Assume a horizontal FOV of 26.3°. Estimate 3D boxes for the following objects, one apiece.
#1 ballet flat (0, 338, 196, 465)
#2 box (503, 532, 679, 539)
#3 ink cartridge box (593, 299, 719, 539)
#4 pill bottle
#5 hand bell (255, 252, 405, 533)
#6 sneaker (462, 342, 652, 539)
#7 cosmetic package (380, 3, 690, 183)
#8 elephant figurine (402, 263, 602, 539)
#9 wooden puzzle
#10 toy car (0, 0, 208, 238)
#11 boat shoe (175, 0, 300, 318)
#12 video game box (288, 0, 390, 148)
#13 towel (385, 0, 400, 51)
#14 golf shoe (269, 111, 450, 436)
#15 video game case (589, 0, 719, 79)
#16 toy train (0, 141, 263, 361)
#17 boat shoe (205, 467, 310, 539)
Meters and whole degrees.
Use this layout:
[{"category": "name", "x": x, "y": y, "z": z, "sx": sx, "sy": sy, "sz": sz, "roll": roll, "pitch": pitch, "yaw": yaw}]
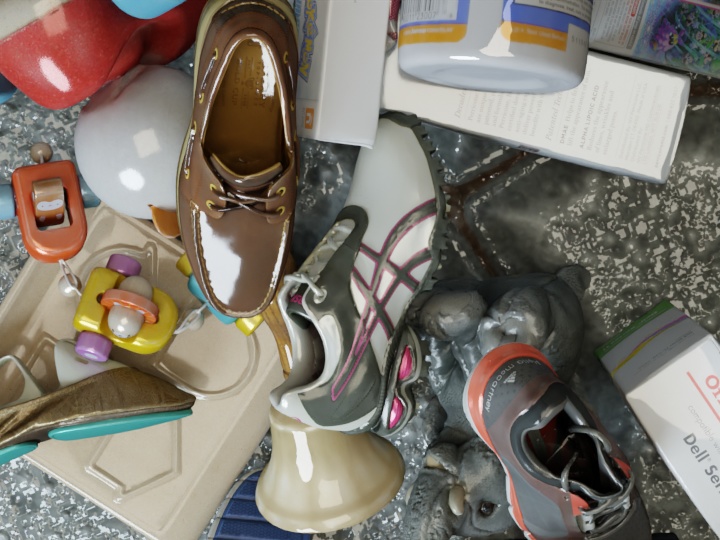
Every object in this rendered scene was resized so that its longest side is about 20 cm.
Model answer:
[{"category": "ballet flat", "x": -0.211, "y": 0.087, "z": 1.013, "sx": 0.199, "sy": 0.068, "sz": 0.073, "roll": -17, "pitch": 80, "yaw": 4}, {"category": "box", "x": 0.142, "y": 0.221, "z": 0.987, "sx": 0.159, "sy": 0.200, "sz": 0.044, "roll": -3, "pitch": 97, "yaw": 2}, {"category": "ink cartridge box", "x": 0.215, "y": 0.095, "z": 0.972, "sx": 0.067, "sy": 0.200, "sz": 0.117, "roll": -35, "pitch": 94, "yaw": 5}, {"category": "pill bottle", "x": 0.085, "y": -0.211, "z": 0.897, "sx": 0.111, "sy": 0.112, "sz": 0.201, "roll": 6, "pitch": 89, "yaw": 1}, {"category": "hand bell", "x": -0.039, "y": 0.057, "z": 0.988, "sx": 0.104, "sy": 0.104, "sz": 0.201, "roll": -11, "pitch": 119, "yaw": 3}, {"category": "sneaker", "x": 0.131, "y": 0.132, "z": 0.925, "sx": 0.077, "sy": 0.082, "sz": 0.200, "roll": -44, "pitch": 124, "yaw": -7}, {"category": "cosmetic package", "x": 0.105, "y": -0.114, "z": 1.003, "sx": 0.199, "sy": 0.102, "sz": 0.074, "roll": 13, "pitch": 95, "yaw": 1}, {"category": "elephant figurine", "x": 0.085, "y": 0.107, "z": 1.009, "sx": 0.154, "sy": 0.142, "sz": 0.201, "roll": -5, "pitch": 96, "yaw": 5}, {"category": "wooden puzzle", "x": -0.154, "y": 0.067, "z": 1.060, "sx": 0.199, "sy": 0.046, "sz": 0.186, "roll": 32, "pitch": 96, "yaw": -7}, {"category": "toy car", "x": -0.134, "y": -0.109, "z": 0.963, "sx": 0.184, "sy": 0.177, "sz": 0.201, "roll": -21, "pitch": 103, "yaw": 29}, {"category": "boat shoe", "x": -0.070, "y": -0.058, "z": 0.880, "sx": 0.072, "sy": 0.068, "sz": 0.201, "roll": 2, "pitch": 116, "yaw": -6}, {"category": "video game box", "x": -0.035, "y": -0.183, "z": 0.960, "sx": 0.047, "sy": 0.182, "sz": 0.201, "roll": 2, "pitch": 97, "yaw": -27}, {"category": "towel", "x": 0.001, "y": -0.237, "z": 0.975, "sx": 0.030, "sy": 0.146, "sz": 0.201, "roll": 3, "pitch": 97, "yaw": -23}, {"category": "golf shoe", "x": 0.000, "y": 0.000, "z": 0.932, "sx": 0.088, "sy": 0.077, "sz": 0.201, "roll": 6, "pitch": 89, "yaw": -29}, {"category": "video game case", "x": 0.213, "y": -0.229, "z": 0.973, "sx": 0.181, "sy": 0.024, "sz": 0.201, "roll": 7, "pitch": 105, "yaw": -30}, {"category": "toy train", "x": -0.133, "y": -0.022, "z": 0.998, "sx": 0.199, "sy": 0.056, "sz": 0.151, "roll": -5, "pitch": 77, "yaw": -16}, {"category": "boat shoe", "x": -0.080, "y": 0.237, "z": 1.055, "sx": 0.072, "sy": 0.072, "sz": 0.201, "roll": 11, "pitch": 71, "yaw": -2}]
